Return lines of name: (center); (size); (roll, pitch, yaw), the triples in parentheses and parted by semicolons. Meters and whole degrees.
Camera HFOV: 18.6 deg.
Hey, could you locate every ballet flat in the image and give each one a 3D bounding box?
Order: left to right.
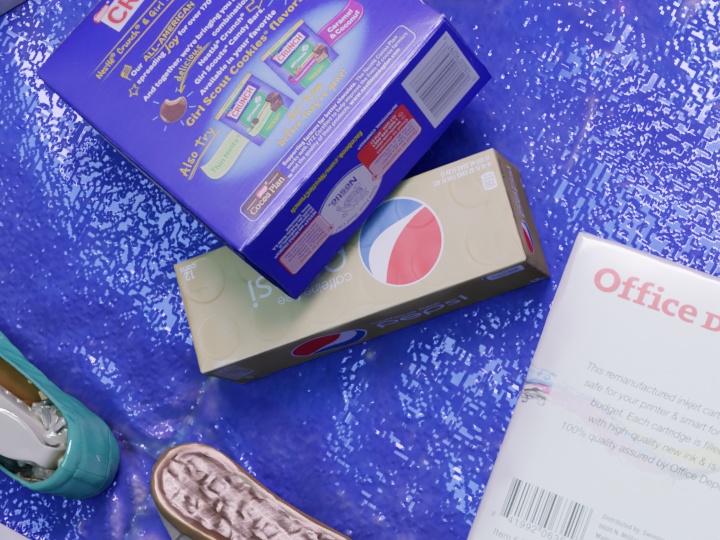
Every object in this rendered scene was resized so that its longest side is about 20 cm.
ballet flat: (-0.229, 0.067, 1.299); (0.199, 0.070, 0.068); (32, 93, 20)

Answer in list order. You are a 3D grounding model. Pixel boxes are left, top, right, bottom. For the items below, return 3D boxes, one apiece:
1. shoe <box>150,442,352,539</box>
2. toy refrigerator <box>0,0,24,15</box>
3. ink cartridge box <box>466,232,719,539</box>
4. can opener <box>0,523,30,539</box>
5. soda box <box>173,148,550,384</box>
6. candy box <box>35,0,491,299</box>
shoe: (-0.038, 0.174, 1.238); (0.200, 0.054, 0.070); (41, 63, 15)
toy refrigerator: (-0.269, -0.254, 1.358); (0.070, 0.076, 0.201); (-28, 74, 12)
ink cartridge box: (0.158, 0.104, 1.130); (0.146, 0.145, 0.201); (21, 89, 19)
can opener: (-0.263, 0.154, 1.299); (0.199, 0.067, 0.054); (25, 89, 19)
soda box: (0.000, 0.000, 1.240); (0.199, 0.064, 0.068); (-19, 77, 14)
candy box: (-0.057, -0.109, 1.229); (0.169, 0.077, 0.200); (-48, 56, -3)
